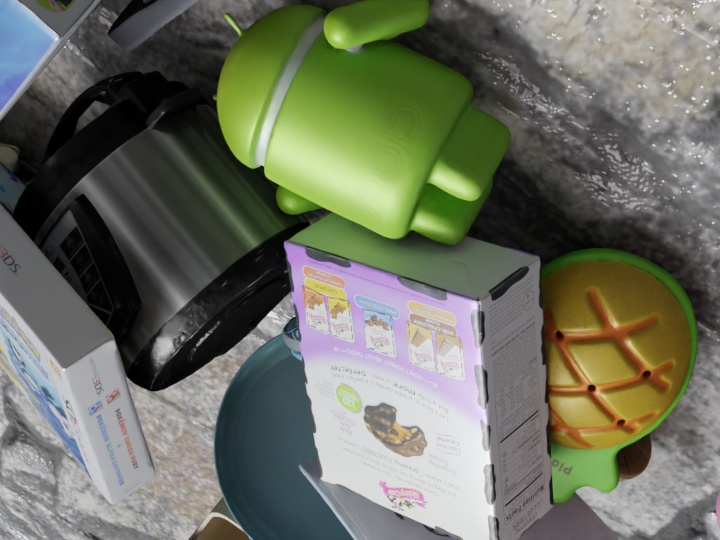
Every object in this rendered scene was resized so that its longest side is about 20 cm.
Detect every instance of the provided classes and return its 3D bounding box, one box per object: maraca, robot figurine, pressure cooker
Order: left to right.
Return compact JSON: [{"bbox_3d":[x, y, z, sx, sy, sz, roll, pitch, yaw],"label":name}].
[{"bbox_3d":[-0.150,-0.036,1.126,0.200,0.176,0.179,50,-179,7],"label":"pressure cooker"},{"bbox_3d":[-0.006,-0.097,1.016,0.199,0.116,0.176,26,139,7],"label":"robot figurine"},{"bbox_3d":[0.154,0.075,1.088,0.136,0.107,0.201,23,117,3],"label":"maraca"}]

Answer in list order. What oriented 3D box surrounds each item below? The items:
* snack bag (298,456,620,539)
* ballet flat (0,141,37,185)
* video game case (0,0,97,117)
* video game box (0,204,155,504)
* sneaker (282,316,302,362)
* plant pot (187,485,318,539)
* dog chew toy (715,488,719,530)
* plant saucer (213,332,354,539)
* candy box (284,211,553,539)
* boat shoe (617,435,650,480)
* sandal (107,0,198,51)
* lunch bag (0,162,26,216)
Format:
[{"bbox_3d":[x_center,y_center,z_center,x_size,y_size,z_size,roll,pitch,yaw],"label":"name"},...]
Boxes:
[{"bbox_3d":[0.074,0.176,1.162,0.189,0.199,0.022,49,136,35],"label":"snack bag"},{"bbox_3d":[-0.280,-0.067,1.292,0.199,0.068,0.070,32,137,-10],"label":"ballet flat"},{"bbox_3d":[-0.199,-0.172,1.010,0.045,0.182,0.200,41,142,-12],"label":"video game case"},{"bbox_3d":[-0.226,0.044,1.091,0.200,0.047,0.183,44,155,29],"label":"video game box"},{"bbox_3d":[0.000,0.000,1.176,0.199,0.079,0.096,-32,102,42],"label":"sneaker"},{"bbox_3d":[-0.034,0.232,1.367,0.199,0.178,0.200,35,143,-3],"label":"plant pot"},{"bbox_3d":[0.324,0.159,1.088,0.124,0.125,0.200,39,151,-12],"label":"dog chew toy"},{"bbox_3d":[-0.019,0.141,1.250,0.199,0.201,0.027,32,166,-3],"label":"plant saucer"},{"bbox_3d":[0.042,0.072,1.067,0.167,0.071,0.202,18,127,38],"label":"candy box"},{"bbox_3d":[0.123,0.102,1.186,0.199,0.072,0.065,36,151,-4],"label":"boat shoe"},{"bbox_3d":[-0.117,-0.198,1.010,0.043,0.076,0.200,41,143,-18],"label":"sandal"},{"bbox_3d":[-0.344,-0.001,1.250,0.200,0.083,0.161,-40,107,20],"label":"lunch bag"}]
